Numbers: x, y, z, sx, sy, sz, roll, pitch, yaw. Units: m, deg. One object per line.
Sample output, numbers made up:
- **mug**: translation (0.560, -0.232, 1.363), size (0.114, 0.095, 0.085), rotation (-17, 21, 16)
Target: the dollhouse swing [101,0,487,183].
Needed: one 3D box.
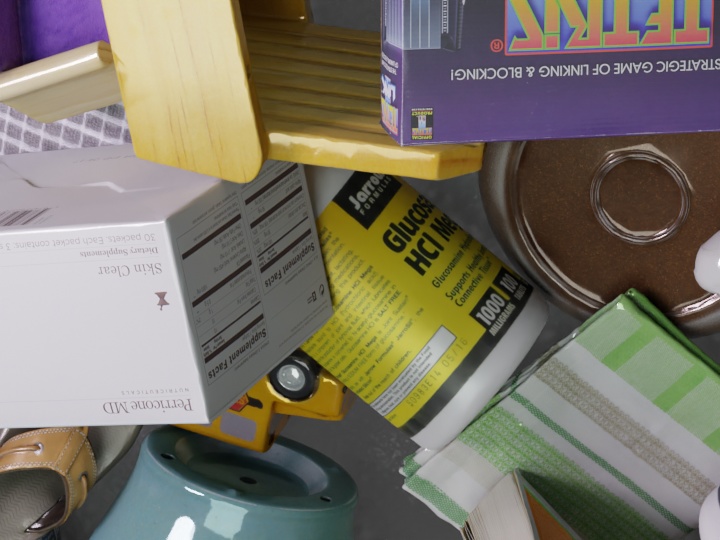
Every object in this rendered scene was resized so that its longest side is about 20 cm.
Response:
- **dollhouse swing**: translation (-0.027, -0.150, 1.357), size (0.175, 0.200, 0.182), rotation (-6, 112, 11)

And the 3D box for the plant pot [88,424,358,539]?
- **plant pot**: translation (-0.087, 0.200, 1.552), size (0.200, 0.200, 0.188), rotation (17, 106, 10)

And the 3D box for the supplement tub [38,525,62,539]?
- **supplement tub**: translation (-0.262, 0.152, 1.609), size (0.140, 0.140, 0.201), rotation (-1, 114, 19)

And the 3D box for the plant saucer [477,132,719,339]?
- **plant saucer**: translation (0.159, -0.045, 1.437), size (0.200, 0.032, 0.201), rotation (7, 116, 14)

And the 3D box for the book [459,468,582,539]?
- **book**: translation (0.127, 0.193, 1.416), size (0.134, 0.200, 0.048), rotation (43, 95, -8)

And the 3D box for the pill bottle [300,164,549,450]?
- **pill bottle**: translation (0.000, 0.000, 1.464), size (0.200, 0.112, 0.112), rotation (39, 120, -3)

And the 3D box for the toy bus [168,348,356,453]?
- **toy bus**: translation (-0.099, 0.052, 1.550), size (0.199, 0.065, 0.078), rotation (17, 119, 11)

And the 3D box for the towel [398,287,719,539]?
- **towel**: translation (0.139, 0.107, 1.504), size (0.149, 0.031, 0.200), rotation (39, 123, -16)

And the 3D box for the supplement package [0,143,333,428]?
- **supplement package**: translation (-0.142, 0.006, 1.372), size (0.199, 0.156, 0.111), rotation (-4, 108, 27)

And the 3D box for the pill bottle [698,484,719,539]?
- **pill bottle**: translation (0.258, 0.150, 1.426), size (0.200, 0.120, 0.120), rotation (-37, 99, 18)

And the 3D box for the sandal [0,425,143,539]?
- **sandal**: translation (-0.196, 0.120, 1.512), size (0.200, 0.055, 0.082), rotation (-44, 115, 0)

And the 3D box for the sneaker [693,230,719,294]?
- **sneaker**: translation (0.260, -0.055, 1.364), size (0.200, 0.076, 0.081), rotation (-29, 106, 7)

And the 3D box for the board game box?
- **board game box**: translation (0.110, -0.150, 1.260), size (0.199, 0.057, 0.166), rotation (-4, 103, -11)

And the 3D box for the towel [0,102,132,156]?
- **towel**: translation (-0.192, -0.082, 1.498), size (0.200, 0.086, 0.166), rotation (22, 119, 14)

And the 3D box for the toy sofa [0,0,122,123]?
- **toy sofa**: translation (-0.170, -0.189, 1.385), size (0.083, 0.098, 0.201), rotation (-14, 69, 25)
